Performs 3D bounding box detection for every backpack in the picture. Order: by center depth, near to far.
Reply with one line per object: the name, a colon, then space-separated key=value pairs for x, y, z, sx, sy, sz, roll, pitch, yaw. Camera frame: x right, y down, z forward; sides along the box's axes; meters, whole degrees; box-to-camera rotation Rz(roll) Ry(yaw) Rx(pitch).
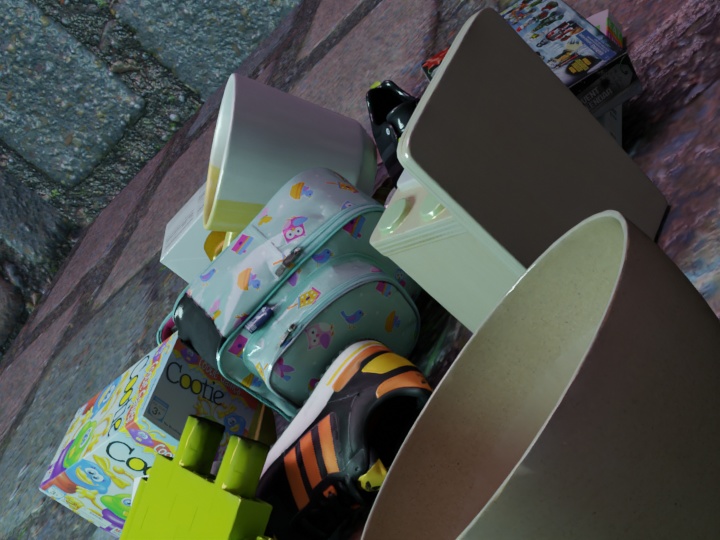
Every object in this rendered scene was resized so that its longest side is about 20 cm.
backpack: x=-0.035 y=0.024 z=0.777 sx=0.152 sy=0.176 sz=0.201 roll=29 pitch=78 yaw=39

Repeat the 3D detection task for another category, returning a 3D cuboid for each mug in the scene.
mug: x=-0.072 y=-0.090 z=0.901 sx=0.187 sy=0.151 sz=0.151 roll=117 pitch=156 yaw=-48

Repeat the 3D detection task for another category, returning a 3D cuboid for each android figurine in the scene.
android figurine: x=-0.127 y=0.213 z=0.660 sx=0.181 sy=0.041 sz=0.203 roll=7 pitch=78 yaw=48

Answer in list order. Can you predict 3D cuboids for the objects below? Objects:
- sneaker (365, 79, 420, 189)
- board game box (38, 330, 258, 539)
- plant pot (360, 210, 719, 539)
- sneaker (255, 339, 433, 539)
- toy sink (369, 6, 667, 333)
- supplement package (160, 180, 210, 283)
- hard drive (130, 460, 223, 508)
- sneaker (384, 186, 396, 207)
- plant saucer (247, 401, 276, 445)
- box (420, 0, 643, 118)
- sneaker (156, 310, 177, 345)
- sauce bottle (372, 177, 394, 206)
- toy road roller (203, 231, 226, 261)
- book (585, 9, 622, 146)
sneaker: x=0.046 y=-0.105 z=0.806 sx=0.071 sy=0.083 sz=0.201 roll=-34 pitch=41 yaw=2
board game box: x=-0.202 y=0.162 z=0.867 sx=0.199 sy=0.105 sz=0.104 roll=-35 pitch=26 yaw=37
plant pot: x=0.106 y=0.095 z=0.406 sx=0.202 sy=0.134 sz=0.200 roll=-55 pitch=2 yaw=3
sneaker: x=-0.018 y=0.151 z=0.671 sx=0.090 sy=0.070 sz=0.202 roll=25 pitch=82 yaw=52
toy sink: x=0.091 y=-0.049 z=0.616 sx=0.111 sy=0.199 sz=0.131 roll=-15 pitch=40 yaw=55
supplement package: x=-0.128 y=-0.059 z=1.147 sx=0.200 sy=0.155 sz=0.111 roll=-45 pitch=23 yaw=14
hard drive: x=-0.149 y=0.261 z=0.714 sx=0.131 sy=0.025 sz=0.203 roll=-19 pitch=58 yaw=40
sneaker: x=0.101 y=-0.091 z=0.882 sx=0.099 sy=0.075 sz=0.201 roll=5 pitch=53 yaw=38
plant saucer: x=-0.147 y=0.242 z=0.835 sx=0.199 sy=0.048 sz=0.201 roll=-40 pitch=23 yaw=28
box: x=0.134 y=-0.164 z=0.766 sx=0.136 sy=0.040 sz=0.201 roll=-32 pitch=30 yaw=9
sneaker: x=-0.183 y=0.090 z=1.060 sx=0.084 sy=0.120 sz=0.199 roll=-54 pitch=21 yaw=-11
sauce bottle: x=0.000 y=0.000 z=0.913 sx=0.201 sy=0.066 sz=0.066 roll=-58 pitch=22 yaw=-19
toy road roller: x=-0.082 y=-0.022 z=1.004 sx=0.201 sy=0.146 sz=0.123 roll=-51 pitch=21 yaw=-1
book: x=0.174 y=-0.142 z=0.821 sx=0.133 sy=0.048 sz=0.202 roll=-30 pitch=30 yaw=39
